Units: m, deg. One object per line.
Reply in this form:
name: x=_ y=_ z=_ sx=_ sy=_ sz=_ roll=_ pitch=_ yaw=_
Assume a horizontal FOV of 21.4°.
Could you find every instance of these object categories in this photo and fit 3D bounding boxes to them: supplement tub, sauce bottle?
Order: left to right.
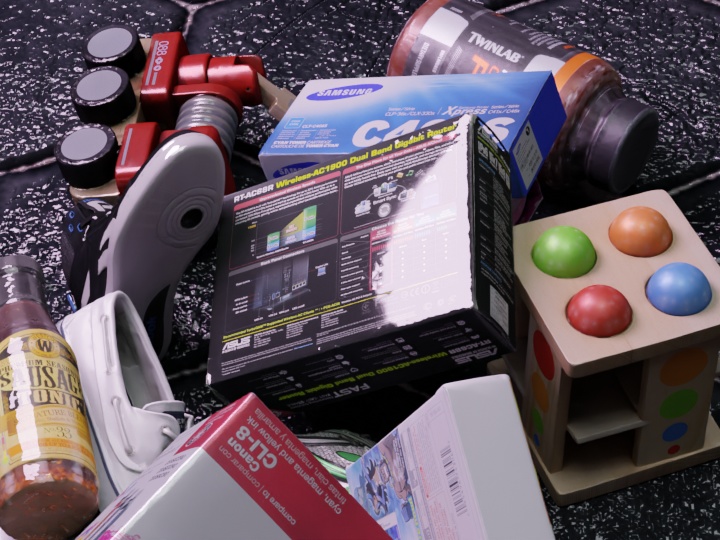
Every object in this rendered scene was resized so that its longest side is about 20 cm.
sauce bottle: x=-0.204 y=0.072 z=1.169 sx=0.066 sy=0.066 sz=0.200 roll=-11 pitch=48 yaw=-10
supplement tub: x=0.125 y=-0.129 z=1.450 sx=0.200 sy=0.107 sz=0.107 roll=27 pitch=52 yaw=26

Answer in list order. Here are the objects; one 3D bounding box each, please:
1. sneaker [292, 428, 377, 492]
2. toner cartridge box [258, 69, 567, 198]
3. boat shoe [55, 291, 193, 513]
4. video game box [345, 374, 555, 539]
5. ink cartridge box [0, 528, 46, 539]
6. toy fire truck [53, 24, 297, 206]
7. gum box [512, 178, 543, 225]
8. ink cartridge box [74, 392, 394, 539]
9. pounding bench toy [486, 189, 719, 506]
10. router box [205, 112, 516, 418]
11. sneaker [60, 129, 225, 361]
sneaker: x=0.007 y=0.137 z=1.207 sx=0.199 sy=0.078 sz=0.085 roll=13 pitch=45 yaw=14
toner cartridge box: x=0.036 y=-0.095 z=1.348 sx=0.199 sy=0.043 sz=0.095 roll=0 pitch=40 yaw=29
boat shoe: x=-0.137 y=0.105 z=1.204 sx=0.065 sy=0.074 sz=0.200 roll=-35 pitch=72 yaw=21
video game box: x=0.058 y=0.178 z=1.042 sx=0.047 sy=0.182 sz=0.201 roll=-8 pitch=74 yaw=-23
ink cartridge box: x=-0.259 y=0.157 z=1.188 sx=0.144 sy=0.084 sz=0.200 roll=-4 pitch=45 yaw=-4
toy fire truck: x=-0.106 y=-0.093 z=1.427 sx=0.199 sy=0.129 sz=0.176 roll=-5 pitch=44 yaw=11
gum box: x=0.034 y=-0.015 z=1.342 sx=0.113 sy=0.066 sz=0.200 roll=2 pitch=42 yaw=33
ink cartridge box: x=-0.099 y=0.196 z=1.052 sx=0.145 sy=0.145 sz=0.200 roll=47 pitch=64 yaw=-5
pounding bench toy: x=0.151 y=0.019 z=1.266 sx=0.124 sy=0.156 sz=0.200 roll=-15 pitch=46 yaw=-13
router box: x=0.000 y=0.000 z=1.225 sx=0.199 sy=0.062 sz=0.150 roll=-17 pitch=53 yaw=26
sneaker: x=-0.160 y=-0.034 z=1.297 sx=0.073 sy=0.200 sz=0.112 roll=-3 pitch=41 yaw=-34
